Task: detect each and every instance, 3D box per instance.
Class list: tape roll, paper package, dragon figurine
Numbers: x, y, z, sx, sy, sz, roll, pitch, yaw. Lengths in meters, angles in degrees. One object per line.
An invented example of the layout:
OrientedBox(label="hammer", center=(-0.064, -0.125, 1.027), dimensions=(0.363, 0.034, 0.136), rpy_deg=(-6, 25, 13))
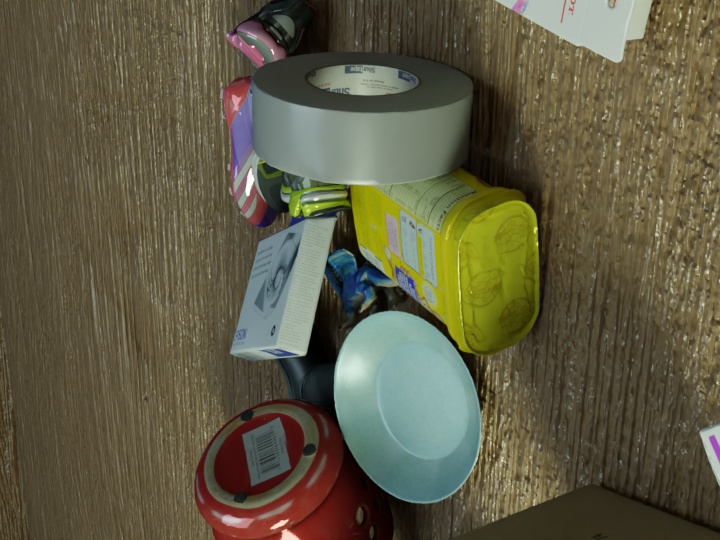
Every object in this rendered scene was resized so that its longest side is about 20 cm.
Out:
OrientedBox(label="tape roll", center=(0.001, -0.142, 1.003), dimensions=(0.200, 0.199, 0.067), rpy_deg=(35, 131, 51))
OrientedBox(label="paper package", center=(0.181, 0.259, 0.851), dimensions=(0.200, 0.189, 0.104), rpy_deg=(11, 111, 60))
OrientedBox(label="dragon figurine", center=(0.000, 0.000, 1.208), dimensions=(0.200, 0.058, 0.100), rpy_deg=(-43, 64, 59))

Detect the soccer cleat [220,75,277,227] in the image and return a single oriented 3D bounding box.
OrientedBox(label="soccer cleat", center=(-0.122, -0.141, 1.365), dimensions=(0.076, 0.067, 0.202), rpy_deg=(11, 122, 31))

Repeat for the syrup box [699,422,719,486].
OrientedBox(label="syrup box", center=(0.309, 0.100, 0.674), dimensions=(0.200, 0.078, 0.082), rpy_deg=(-41, 66, 58))

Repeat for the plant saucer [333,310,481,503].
OrientedBox(label="plant saucer", center=(0.055, 0.138, 1.154), dimensions=(0.200, 0.039, 0.203), rpy_deg=(10, 104, 41))

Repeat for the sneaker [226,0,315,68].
OrientedBox(label="sneaker", center=(-0.095, -0.276, 1.269), dimensions=(0.079, 0.096, 0.200), rpy_deg=(41, 178, -16))

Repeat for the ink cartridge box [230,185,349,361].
OrientedBox(label="ink cartridge box", center=(-0.085, 0.000, 1.268), dimensions=(0.199, 0.040, 0.202), rpy_deg=(162, 124, -68))

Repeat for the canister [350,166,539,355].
OrientedBox(label="canister", center=(0.072, -0.033, 1.028), dimensions=(0.200, 0.086, 0.150), rpy_deg=(40, 145, 50))

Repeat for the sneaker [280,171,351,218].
OrientedBox(label="sneaker", center=(-0.046, -0.107, 1.130), dimensions=(0.200, 0.073, 0.082), rpy_deg=(-131, 35, -75))

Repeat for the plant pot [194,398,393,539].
OrientedBox(label="plant pot", center=(-0.083, 0.262, 1.256), dimensions=(0.200, 0.200, 0.183), rpy_deg=(38, 162, 49))

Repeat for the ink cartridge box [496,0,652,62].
OrientedBox(label="ink cartridge box", center=(0.160, -0.242, 0.817), dimensions=(0.200, 0.067, 0.118), rpy_deg=(46, 138, 45))

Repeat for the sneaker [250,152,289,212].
OrientedBox(label="sneaker", center=(-0.071, -0.139, 1.263), dimensions=(0.085, 0.074, 0.201), rpy_deg=(53, 143, 38))

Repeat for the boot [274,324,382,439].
OrientedBox(label="boot", center=(-0.032, 0.113, 1.303), dimensions=(0.200, 0.065, 0.166), rpy_deg=(-5, 105, 64))

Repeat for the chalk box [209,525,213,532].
OrientedBox(label="chalk box", center=(-0.122, 0.291, 1.476), dimensions=(0.124, 0.124, 0.201), rpy_deg=(52, 143, 38))
